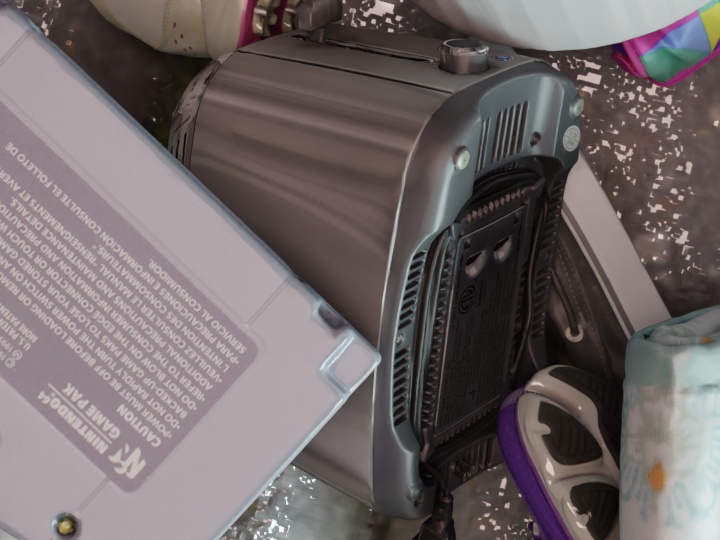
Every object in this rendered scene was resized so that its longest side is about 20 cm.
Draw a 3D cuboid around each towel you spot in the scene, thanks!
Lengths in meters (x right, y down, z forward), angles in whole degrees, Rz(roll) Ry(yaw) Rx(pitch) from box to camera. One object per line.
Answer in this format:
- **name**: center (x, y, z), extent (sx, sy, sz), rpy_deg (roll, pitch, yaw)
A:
- **towel**: center (0.157, 0.095, 0.717), extent (0.048, 0.199, 0.173), rpy_deg (2, 98, 37)

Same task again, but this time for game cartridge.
- **game cartridge**: center (-0.108, 0.009, 0.635), extent (0.200, 0.041, 0.133), rpy_deg (44, 88, -3)

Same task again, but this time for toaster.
- **toaster**: center (0.000, 0.000, 0.720), extent (0.128, 0.113, 0.202), rpy_deg (22, 120, 31)

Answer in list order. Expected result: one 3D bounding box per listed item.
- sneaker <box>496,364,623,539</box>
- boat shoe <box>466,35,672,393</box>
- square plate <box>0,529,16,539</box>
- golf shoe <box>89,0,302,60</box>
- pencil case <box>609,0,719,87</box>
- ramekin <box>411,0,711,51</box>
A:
- **sneaker**: center (0.088, 0.126, 0.744), extent (0.083, 0.081, 0.201), rpy_deg (-7, 125, 25)
- **boat shoe**: center (0.082, -0.001, 0.764), extent (0.056, 0.069, 0.201), rpy_deg (-29, 97, 5)
- **square plate**: center (-0.217, 0.039, 0.796), extent (0.198, 0.028, 0.200), rpy_deg (-21, 95, 4)
- **golf shoe**: center (-0.058, -0.182, 0.747), extent (0.091, 0.075, 0.202), rpy_deg (10, 88, 18)
- **pencil case**: center (0.174, -0.147, 0.738), extent (0.199, 0.088, 0.089), rpy_deg (-28, 95, 6)
- **ramekin**: center (0.073, -0.178, 0.686), extent (0.198, 0.098, 0.202), rpy_deg (-9, 60, 16)
